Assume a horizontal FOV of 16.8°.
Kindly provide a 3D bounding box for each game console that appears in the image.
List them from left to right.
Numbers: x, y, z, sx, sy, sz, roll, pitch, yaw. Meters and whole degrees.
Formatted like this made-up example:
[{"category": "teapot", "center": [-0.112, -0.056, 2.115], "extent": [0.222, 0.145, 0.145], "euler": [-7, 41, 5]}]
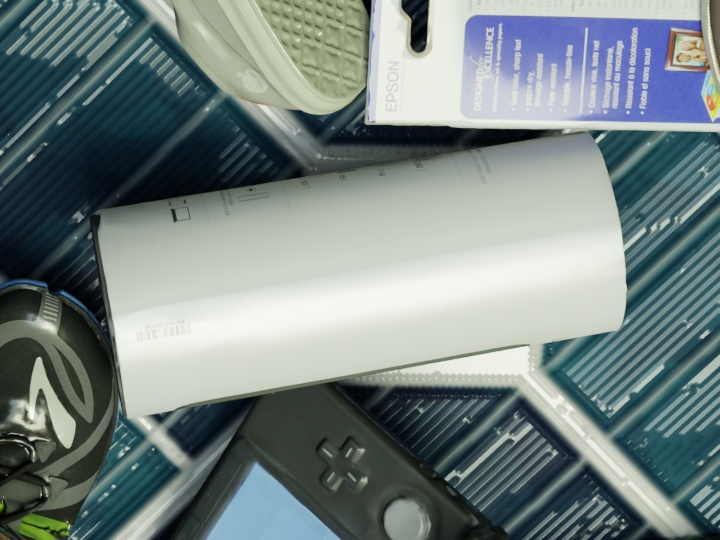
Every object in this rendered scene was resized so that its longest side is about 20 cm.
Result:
[{"category": "game console", "center": [-0.037, 0.167, 0.930], "extent": [0.170, 0.118, 0.201], "euler": [40, 112, 18]}]

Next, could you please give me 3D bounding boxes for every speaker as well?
[{"category": "speaker", "center": [0.000, 0.000, 0.936], "extent": [0.198, 0.081, 0.082], "euler": [-10, 107, -7]}]

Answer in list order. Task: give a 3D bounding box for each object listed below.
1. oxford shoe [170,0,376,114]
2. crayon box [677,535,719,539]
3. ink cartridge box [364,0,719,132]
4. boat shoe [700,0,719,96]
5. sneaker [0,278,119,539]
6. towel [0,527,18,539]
[{"category": "oxford shoe", "center": [-0.064, -0.144, 0.913], "extent": [0.058, 0.075, 0.201], "euler": [-13, 112, 48]}, {"category": "crayon box", "center": [0.094, 0.183, 1.020], "extent": [0.198, 0.052, 0.127], "euler": [-5, 106, -2]}, {"category": "ink cartridge box", "center": [0.100, -0.103, 0.937], "extent": [0.198, 0.037, 0.096], "euler": [0, 107, -11]}, {"category": "boat shoe", "center": [0.165, -0.118, 0.893], "extent": [0.071, 0.060, 0.202], "euler": [-8, 107, -7]}, {"category": "sneaker", "center": [-0.145, 0.101, 0.968], "extent": [0.070, 0.083, 0.201], "euler": [18, 102, -7]}, {"category": "towel", "center": [-0.223, 0.123, 0.951], "extent": [0.199, 0.022, 0.148], "euler": [30, 105, 23]}]
